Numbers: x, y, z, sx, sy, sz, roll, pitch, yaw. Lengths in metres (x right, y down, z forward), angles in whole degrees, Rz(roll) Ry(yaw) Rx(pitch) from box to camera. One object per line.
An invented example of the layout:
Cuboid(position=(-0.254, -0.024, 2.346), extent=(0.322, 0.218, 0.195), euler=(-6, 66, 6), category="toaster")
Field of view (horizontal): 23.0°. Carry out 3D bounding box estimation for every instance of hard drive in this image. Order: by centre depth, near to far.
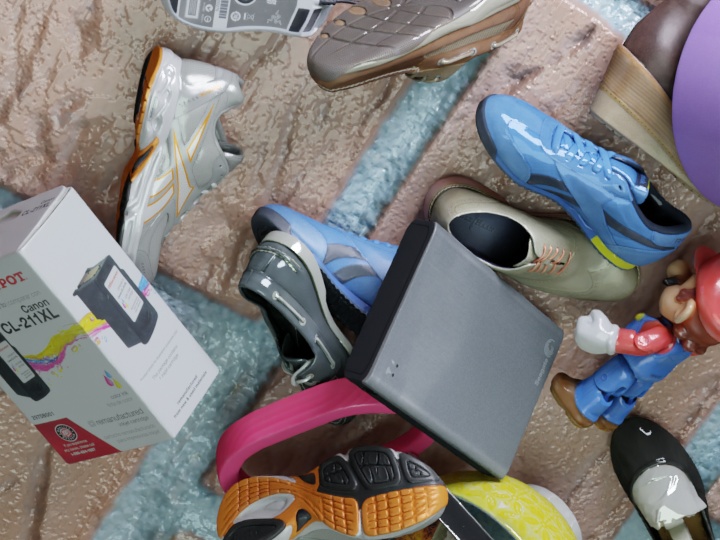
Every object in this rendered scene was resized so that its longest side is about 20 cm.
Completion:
Cuboid(position=(0.080, 0.067, 1.439), extent=(0.200, 0.033, 0.141), euler=(37, 71, -43), category="hard drive")

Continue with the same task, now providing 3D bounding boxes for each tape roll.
Cuboid(position=(0.338, -0.136, 1.380), extent=(0.198, 0.065, 0.202), euler=(-9, 108, -30), category="tape roll")

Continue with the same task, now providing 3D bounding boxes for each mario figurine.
Cuboid(position=(0.249, 0.044, 1.488), extent=(0.106, 0.123, 0.200), euler=(46, 116, -2), category="mario figurine")

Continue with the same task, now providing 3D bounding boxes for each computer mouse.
Cuboid(position=(-0.058, -0.220, 1.369), extent=(0.198, 0.044, 0.111), euler=(6, 118, -14), category="computer mouse")

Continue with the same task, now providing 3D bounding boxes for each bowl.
Cuboid(position=(0.131, 0.249, 1.543), extent=(0.107, 0.199, 0.202), euler=(-35, 121, -37), category="bowl")

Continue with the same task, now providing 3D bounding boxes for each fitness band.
Cuboid(position=(-0.027, 0.149, 1.491), extent=(0.199, 0.038, 0.144), euler=(-24, 143, 20), category="fitness band")

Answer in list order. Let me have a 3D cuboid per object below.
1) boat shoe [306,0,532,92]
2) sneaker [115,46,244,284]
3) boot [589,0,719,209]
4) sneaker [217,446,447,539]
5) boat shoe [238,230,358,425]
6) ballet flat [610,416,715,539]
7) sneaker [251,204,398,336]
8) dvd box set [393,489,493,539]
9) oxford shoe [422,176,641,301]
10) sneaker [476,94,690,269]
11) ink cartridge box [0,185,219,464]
Cuboid(position=(0.052, -0.176, 1.355), extent=(0.199, 0.076, 0.072), euler=(-25, 133, -19), category="boat shoe")
Cuboid(position=(-0.142, -0.073, 1.410), extent=(0.091, 0.076, 0.202), euler=(9, 114, -14), category="sneaker")
Cuboid(position=(0.296, -0.146, 1.416), extent=(0.199, 0.072, 0.167), euler=(32, 102, -25), category="boot")
Cuboid(position=(-0.014, 0.198, 1.467), extent=(0.198, 0.077, 0.092), euler=(-10, 155, 24), category="sneaker")
Cuboid(position=(-0.052, 0.061, 1.456), extent=(0.072, 0.062, 0.201), euler=(12, 137, 34), category="boat shoe")
Cuboid(position=(0.284, 0.220, 1.577), extent=(0.068, 0.069, 0.201), euler=(-27, 113, 8), category="ballet flat")
Cuboid(position=(0.000, 0.000, 1.468), extent=(0.199, 0.066, 0.079), euler=(38, 66, -7), category="sneaker")
Cuboid(position=(0.074, 0.288, 1.521), extent=(0.146, 0.029, 0.200), euler=(48, 142, 11), category="dvd box set")
Cuboid(position=(0.145, -0.012, 1.458), extent=(0.198, 0.074, 0.071), euler=(18, 109, -13), category="oxford shoe")
Cuboid(position=(0.182, -0.082, 1.414), extent=(0.200, 0.066, 0.078), euler=(39, 141, -17), category="sneaker")
Cuboid(position=(-0.234, 0.047, 1.415), extent=(0.145, 0.083, 0.201), euler=(-16, 120, 42), category="ink cartridge box")
